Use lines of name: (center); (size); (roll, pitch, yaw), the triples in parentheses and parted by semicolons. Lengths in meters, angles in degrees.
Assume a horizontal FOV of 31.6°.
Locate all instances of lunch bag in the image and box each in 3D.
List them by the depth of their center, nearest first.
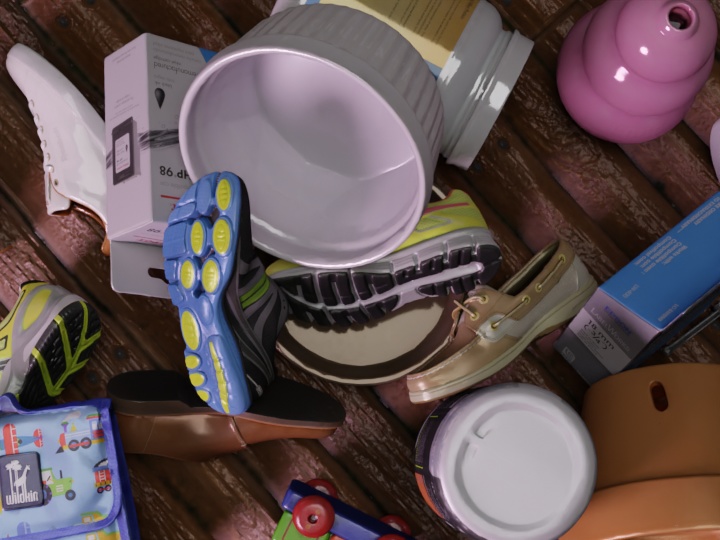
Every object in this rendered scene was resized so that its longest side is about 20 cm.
lunch bag: (-0.259, 0.193, 1.011); (0.150, 0.094, 0.200); (-10, 98, -5)

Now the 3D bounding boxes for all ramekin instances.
ramekin: (-0.030, -0.110, 0.985); (0.200, 0.200, 0.105); (28, 44, 0)

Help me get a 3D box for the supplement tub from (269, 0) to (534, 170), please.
supplement tub: (0.029, -0.184, 1.068); (0.200, 0.145, 0.145); (28, 82, 1)

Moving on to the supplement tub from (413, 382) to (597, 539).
supplement tub: (0.107, 0.152, 1.004); (0.122, 0.200, 0.123); (0, 84, -3)

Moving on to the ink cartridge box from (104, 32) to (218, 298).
ink cartridge box: (-0.144, -0.081, 1.047); (0.116, 0.067, 0.200); (8, 72, -43)

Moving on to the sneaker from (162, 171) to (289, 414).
sneaker: (-0.102, 0.014, 1.005); (0.071, 0.083, 0.200); (11, 117, 33)

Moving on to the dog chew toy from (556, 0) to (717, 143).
dog chew toy: (0.235, -0.177, 1.051); (0.124, 0.200, 0.125); (0, 84, -4)

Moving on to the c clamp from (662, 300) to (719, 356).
c clamp: (0.389, 0.091, 1.119); (0.171, 0.027, 0.200); (-41, 85, -12)

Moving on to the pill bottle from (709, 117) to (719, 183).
pill bottle: (0.416, -0.121, 1.100); (0.200, 0.111, 0.111); (-24, 85, -6)

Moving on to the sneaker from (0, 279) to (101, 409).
sneaker: (-0.297, 0.099, 1.063); (0.076, 0.075, 0.200); (34, 85, 34)

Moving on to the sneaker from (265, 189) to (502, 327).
sneaker: (0.014, -0.016, 1.063); (0.200, 0.078, 0.090); (-11, 54, 3)

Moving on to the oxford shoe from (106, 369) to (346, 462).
oxford shoe: (-0.113, 0.128, 1.073); (0.200, 0.071, 0.071); (4, 113, -6)

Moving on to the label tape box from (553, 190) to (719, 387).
label tape box: (0.249, 0.008, 1.015); (0.144, 0.200, 0.063); (-36, 76, -20)

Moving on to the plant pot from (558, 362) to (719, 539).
plant pot: (0.254, 0.161, 1.027); (0.200, 0.200, 0.140); (-1, 67, -3)

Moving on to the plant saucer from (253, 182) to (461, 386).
plant saucer: (0.000, 0.000, 1.103); (0.200, 0.029, 0.201); (0, 84, -3)

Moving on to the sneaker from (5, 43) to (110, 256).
sneaker: (-0.251, -0.100, 1.077); (0.085, 0.073, 0.200); (-38, 88, -9)

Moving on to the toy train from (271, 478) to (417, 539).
toy train: (0.010, 0.264, 1.049); (0.200, 0.085, 0.116); (27, 93, 0)

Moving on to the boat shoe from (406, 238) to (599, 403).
boat shoe: (0.111, 0.041, 1.068); (0.200, 0.074, 0.066); (-32, 98, -26)

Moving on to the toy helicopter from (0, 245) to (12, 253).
toy helicopter: (-0.389, -0.021, 1.072); (0.200, 0.079, 0.132); (-44, 96, 3)
